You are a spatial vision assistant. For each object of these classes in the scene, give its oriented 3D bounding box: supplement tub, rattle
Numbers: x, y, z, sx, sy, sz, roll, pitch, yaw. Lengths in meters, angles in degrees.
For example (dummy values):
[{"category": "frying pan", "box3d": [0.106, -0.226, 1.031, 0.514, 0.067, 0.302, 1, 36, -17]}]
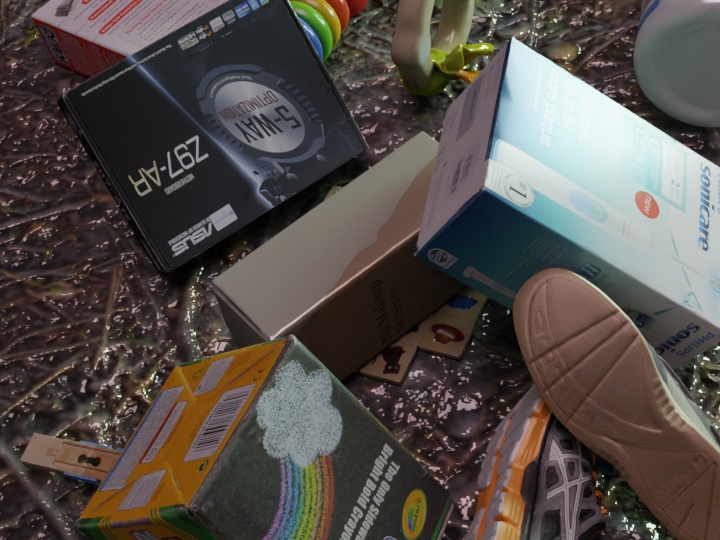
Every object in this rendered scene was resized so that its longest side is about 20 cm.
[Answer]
[{"category": "supplement tub", "box3d": [0.297, -0.227, 0.997, 0.131, 0.132, 0.201, 6, 51, 18]}, {"category": "rattle", "box3d": [0.110, -0.242, 1.031, 0.142, 0.130, 0.201, 14, 76, 38]}]

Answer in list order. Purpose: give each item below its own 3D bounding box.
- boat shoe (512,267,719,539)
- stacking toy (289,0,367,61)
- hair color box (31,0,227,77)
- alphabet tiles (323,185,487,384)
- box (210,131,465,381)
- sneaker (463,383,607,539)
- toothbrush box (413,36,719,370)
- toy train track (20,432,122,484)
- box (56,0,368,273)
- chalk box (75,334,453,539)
[{"category": "boat shoe", "box3d": [0.167, 0.086, 0.755, 0.072, 0.065, 0.200, -42, 79, 8]}, {"category": "stacking toy", "box3d": [-0.055, -0.215, 1.114, 0.085, 0.086, 0.200, 14, 47, 24]}, {"category": "hair color box", "box3d": [-0.199, -0.223, 1.158, 0.199, 0.064, 0.111, 26, 61, 30]}, {"category": "alphabet tiles", "box3d": [0.024, -0.003, 0.949, 0.165, 0.006, 0.201, 13, 53, 23]}, {"category": "box", "box3d": [0.000, 0.000, 0.886, 0.199, 0.095, 0.078, -37, 52, -17]}, {"category": "sneaker", "box3d": [0.117, 0.139, 0.767, 0.077, 0.078, 0.201, 27, 49, -2]}, {"category": "toothbrush box", "box3d": [0.150, -0.037, 0.828, 0.199, 0.085, 0.147, 30, 49, -16]}, {"category": "toy train track", "box3d": [-0.147, 0.145, 0.847, 0.198, 0.033, 0.115, 7, 58, 26]}, {"category": "box", "box3d": [-0.117, -0.117, 0.986, 0.199, 0.161, 0.043, -32, 11, -16]}, {"category": "chalk box", "box3d": [-0.039, 0.156, 0.724, 0.123, 0.200, 0.125, -16, 34, 46]}]
